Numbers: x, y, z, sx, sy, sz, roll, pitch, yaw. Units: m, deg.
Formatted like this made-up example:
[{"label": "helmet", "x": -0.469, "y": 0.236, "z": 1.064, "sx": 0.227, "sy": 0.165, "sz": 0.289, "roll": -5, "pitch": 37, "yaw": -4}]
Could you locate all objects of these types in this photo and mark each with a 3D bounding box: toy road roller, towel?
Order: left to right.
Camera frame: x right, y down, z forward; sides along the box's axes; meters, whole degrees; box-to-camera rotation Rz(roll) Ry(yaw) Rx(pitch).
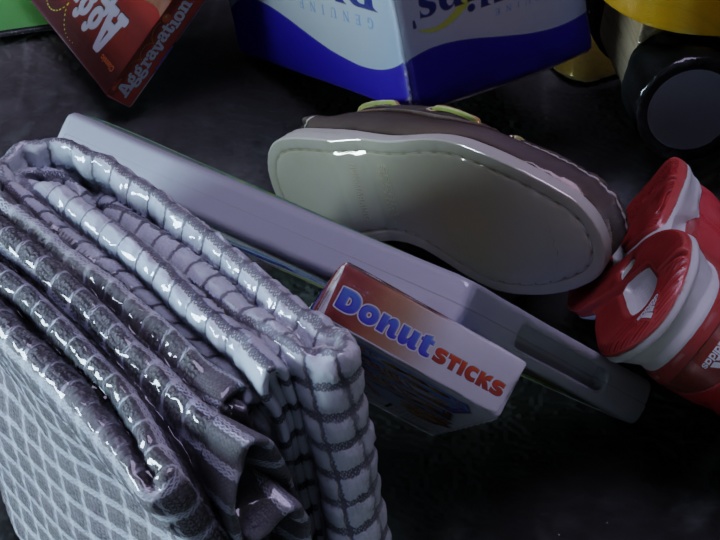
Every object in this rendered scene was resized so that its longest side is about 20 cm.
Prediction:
[{"label": "towel", "x": -0.075, "y": 0.065, "z": 0.862, "sx": 0.085, "sy": 0.166, "sz": 0.200, "roll": -30, "pitch": 44, "yaw": -24}, {"label": "toy road roller", "x": 0.204, "y": -0.140, "z": 1.130, "sx": 0.199, "sy": 0.147, "sz": 0.123, "roll": 1, "pitch": 35, "yaw": -11}]

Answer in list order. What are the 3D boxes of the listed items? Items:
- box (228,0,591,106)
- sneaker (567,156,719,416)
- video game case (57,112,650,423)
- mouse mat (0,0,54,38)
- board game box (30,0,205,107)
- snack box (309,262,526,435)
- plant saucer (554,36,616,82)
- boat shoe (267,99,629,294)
[{"label": "box", "x": 0.005, "y": -0.197, "z": 1.159, "sx": 0.105, "sy": 0.201, "sz": 0.184, "roll": -22, "pitch": 24, "yaw": -23}, {"label": "sneaker", "x": 0.154, "y": 0.026, "z": 1.005, "sx": 0.115, "sy": 0.078, "sz": 0.200, "roll": 38, "pitch": 19, "yaw": -6}, {"label": "video game case", "x": 0.000, "y": 0.000, "z": 0.968, "sx": 0.199, "sy": 0.182, "sz": 0.022, "roll": 23, "pitch": 87, "yaw": 31}, {"label": "mouse mat", "x": -0.194, "y": -0.181, "z": 1.348, "sx": 0.160, "sy": 0.008, "sz": 0.200, "roll": -9, "pitch": 35, "yaw": -9}, {"label": "board game box", "x": -0.135, "y": -0.175, "z": 1.257, "sx": 0.019, "sy": 0.103, "sz": 0.200, "roll": 25, "pitch": 15, "yaw": -40}, {"label": "snack box", "x": 0.012, "y": 0.033, "z": 0.894, "sx": 0.072, "sy": 0.200, "sz": 0.024, "roll": 30, "pitch": 83, "yaw": -1}, {"label": "plant saucer", "x": 0.155, "y": -0.189, "z": 1.304, "sx": 0.199, "sy": 0.049, "sz": 0.200, "roll": -16, "pitch": 38, "yaw": -19}, {"label": "boat shoe", "x": 0.044, "y": -0.039, "z": 1.061, "sx": 0.059, "sy": 0.072, "sz": 0.199, "roll": -32, "pitch": 28, "yaw": -35}]
